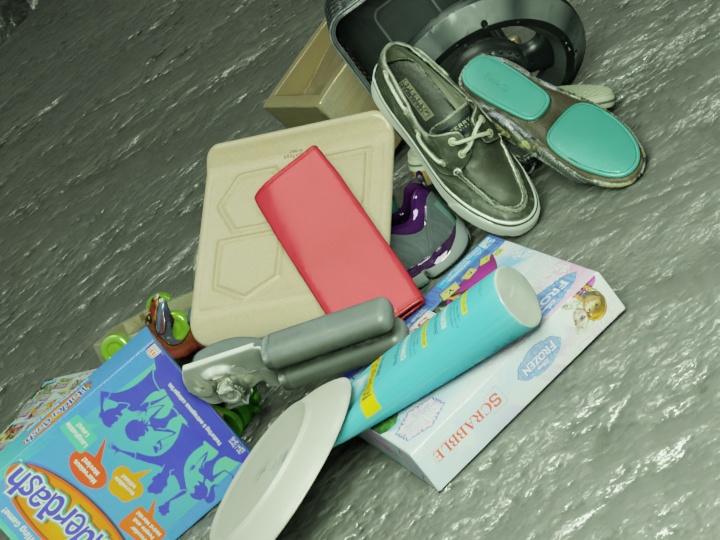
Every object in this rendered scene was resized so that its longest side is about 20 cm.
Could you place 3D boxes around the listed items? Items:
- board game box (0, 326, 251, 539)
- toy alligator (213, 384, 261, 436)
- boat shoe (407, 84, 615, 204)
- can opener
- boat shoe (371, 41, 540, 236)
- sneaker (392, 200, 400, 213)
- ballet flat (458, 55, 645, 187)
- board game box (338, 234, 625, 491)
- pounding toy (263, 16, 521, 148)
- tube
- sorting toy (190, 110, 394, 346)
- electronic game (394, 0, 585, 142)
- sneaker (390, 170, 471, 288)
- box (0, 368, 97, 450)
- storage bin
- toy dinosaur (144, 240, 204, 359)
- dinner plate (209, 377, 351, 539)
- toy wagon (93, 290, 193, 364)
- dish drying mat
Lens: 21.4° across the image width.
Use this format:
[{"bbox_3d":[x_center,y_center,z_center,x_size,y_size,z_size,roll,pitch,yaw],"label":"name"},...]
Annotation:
[{"bbox_3d":[-0.207,0.171,1.605,0.200,0.152,0.045,-41,21,-3],"label":"board game box"},{"bbox_3d":[-0.116,0.123,1.701,0.054,0.060,0.200,26,44,26],"label":"toy alligator"},{"bbox_3d":[0.142,-0.117,1.742,0.198,0.063,0.075,-23,19,0],"label":"boat shoe"},{"bbox_3d":[-0.056,0.059,1.547,0.198,0.053,0.067,-19,42,20],"label":"can opener"},{"bbox_3d":[0.081,-0.113,1.643,0.071,0.200,0.064,-40,-11,-16],"label":"boat shoe"},{"bbox_3d":[-0.008,-0.066,1.860,0.077,0.080,0.200,-38,21,1],"label":"sneaker"},{"bbox_3d":[0.171,-0.121,1.653,0.200,0.072,0.072,36,72,30],"label":"ballet flat"},{"bbox_3d":[0.083,0.065,1.487,0.200,0.041,0.199,-44,21,-10],"label":"board game box"},{"bbox_3d":[0.033,-0.212,2.054,0.201,0.142,0.184,-55,23,-11],"label":"pounding toy"},{"bbox_3d":[0.048,0.068,1.428,0.199,0.050,0.078,-36,13,32],"label":"tube"},{"bbox_3d":[-0.056,-0.034,1.669,0.183,0.037,0.202,-11,58,19],"label":"sorting toy"},{"bbox_3d":[0.116,-0.182,1.755,0.199,0.200,0.042,-34,53,12],"label":"electronic game"},{"bbox_3d":[0.000,0.000,1.696,0.200,0.088,0.074,-41,20,-5],"label":"sneaker"},{"bbox_3d":[-0.299,0.160,1.942,0.199,0.039,0.137,-14,31,48],"label":"box"},{"bbox_3d":[0.069,-0.211,1.854,0.135,0.200,0.094,-35,22,10],"label":"storage bin"},{"bbox_3d":[-0.138,0.039,1.756,0.181,0.105,0.200,-37,12,25],"label":"toy dinosaur"},{"bbox_3d":[-0.072,0.164,1.488,0.201,0.024,0.200,-52,13,17],"label":"dinner plate"},{"bbox_3d":[-0.173,0.043,1.925,0.198,0.040,0.155,-21,11,18],"label":"toy wagon"},{"bbox_3d":[-0.020,-0.019,1.610,0.077,0.018,0.201,-36,54,2],"label":"dish drying mat"}]
